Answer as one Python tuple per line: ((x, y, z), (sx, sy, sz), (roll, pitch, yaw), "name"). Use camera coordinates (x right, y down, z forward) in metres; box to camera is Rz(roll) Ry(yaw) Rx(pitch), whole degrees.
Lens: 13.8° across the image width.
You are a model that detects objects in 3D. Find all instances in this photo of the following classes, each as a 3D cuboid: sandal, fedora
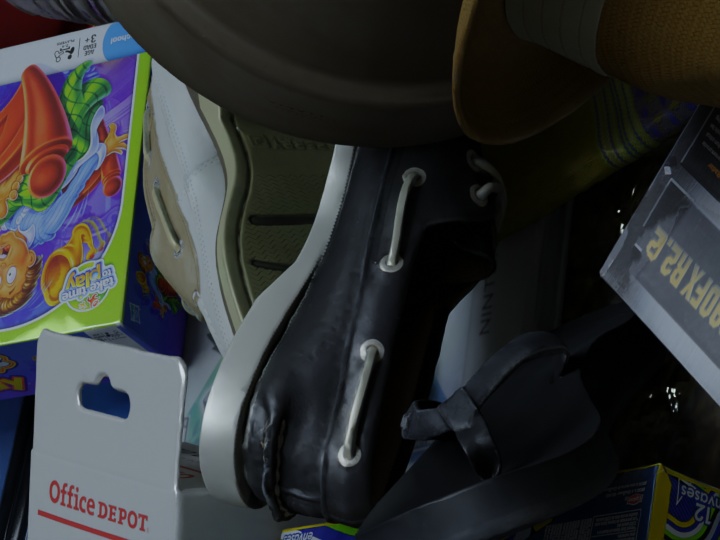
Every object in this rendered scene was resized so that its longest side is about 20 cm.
((0.040, 0.041, 0.872), (0.076, 0.043, 0.200), (-25, 7, 17), "sandal")
((0.105, -0.098, 0.796), (0.082, 0.201, 0.201), (37, 110, 15), "fedora")

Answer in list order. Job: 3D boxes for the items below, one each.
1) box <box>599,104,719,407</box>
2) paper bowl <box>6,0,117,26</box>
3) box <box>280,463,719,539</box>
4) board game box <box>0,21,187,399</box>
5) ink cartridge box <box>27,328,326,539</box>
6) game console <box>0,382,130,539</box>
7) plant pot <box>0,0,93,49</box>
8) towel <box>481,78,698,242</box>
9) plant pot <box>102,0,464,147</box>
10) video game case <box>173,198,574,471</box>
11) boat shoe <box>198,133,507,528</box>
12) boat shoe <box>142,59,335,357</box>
((0.161, -0.013, 0.817), (0.159, 0.048, 0.200), (-61, 30, 14), "box")
((-0.075, -0.195, 1.204), (0.104, 0.201, 0.201), (12, 80, 18), "paper bowl")
((0.049, 0.108, 0.904), (0.200, 0.070, 0.064), (-16, 57, 55), "box")
((-0.159, -0.015, 1.177), (0.200, 0.045, 0.135), (-11, 60, 27), "board game box")
((-0.064, 0.124, 1.026), (0.115, 0.068, 0.201), (9, 97, 58), "ink cartridge box")
((-0.152, 0.070, 1.185), (0.118, 0.170, 0.200), (115, 166, -69), "game console")
((-0.210, -0.132, 1.368), (0.200, 0.182, 0.201), (-38, 42, 43), "plant pot")
((0.092, -0.105, 0.989), (0.200, 0.023, 0.144), (-33, 46, 36), "towel")
((0.016, -0.155, 0.873), (0.174, 0.200, 0.200), (132, 151, -72), "plant pot")
((0.000, 0.000, 1.078), (0.200, 0.022, 0.183), (-17, 58, 46), "video game case")
((0.015, -0.008, 0.952), (0.060, 0.074, 0.200), (14, 60, 23), "boat shoe")
((-0.033, -0.012, 1.058), (0.068, 0.075, 0.200), (122, 146, -43), "boat shoe")
